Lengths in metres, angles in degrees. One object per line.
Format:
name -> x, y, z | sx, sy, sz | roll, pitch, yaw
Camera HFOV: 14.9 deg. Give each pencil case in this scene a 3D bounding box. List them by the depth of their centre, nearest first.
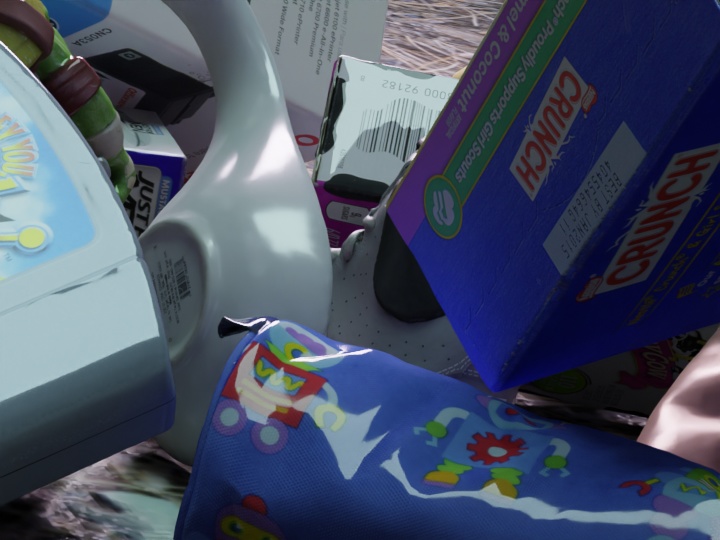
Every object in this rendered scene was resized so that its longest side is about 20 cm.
pencil case -> 0.047, 0.073, 0.781 | 0.200, 0.078, 0.087 | 15, 34, 15

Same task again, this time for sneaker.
sneaker -> 0.000, 0.000, 0.951 | 0.075, 0.116, 0.200 | 10, 15, -41

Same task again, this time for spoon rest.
spoon rest -> -0.051, -0.029, 0.939 | 0.061, 0.200, 0.099 | 12, -32, -41

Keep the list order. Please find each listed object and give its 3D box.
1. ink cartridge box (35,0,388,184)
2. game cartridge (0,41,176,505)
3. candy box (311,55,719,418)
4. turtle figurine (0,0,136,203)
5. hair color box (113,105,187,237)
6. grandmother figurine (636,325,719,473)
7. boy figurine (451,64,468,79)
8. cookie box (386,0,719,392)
ink cartridge box -> -0.109, -0.113, 1.252 | 0.200, 0.084, 0.145 | 24, -27, -37
game cartridge -> -0.144, -0.011, 0.830 | 0.133, 0.041, 0.200 | -22, 53, -23
candy box -> 0.077, -0.005, 1.045 | 0.200, 0.061, 0.136 | 10, -28, 0
turtle figurine -> -0.156, -0.029, 1.003 | 0.144, 0.200, 0.194 | 35, 24, -29
hair color box -> -0.181, -0.043, 1.169 | 0.200, 0.065, 0.109 | 6, 12, -12
grandmother figurine -> 0.144, 0.025, 0.919 | 0.121, 0.061, 0.200 | 24, 51, 21
boy figurine -> 0.085, -0.040, 1.112 | 0.124, 0.064, 0.200 | 42, -26, 3
cookie box -> 0.130, -0.060, 0.812 | 0.200, 0.171, 0.075 | -15, 62, -34
